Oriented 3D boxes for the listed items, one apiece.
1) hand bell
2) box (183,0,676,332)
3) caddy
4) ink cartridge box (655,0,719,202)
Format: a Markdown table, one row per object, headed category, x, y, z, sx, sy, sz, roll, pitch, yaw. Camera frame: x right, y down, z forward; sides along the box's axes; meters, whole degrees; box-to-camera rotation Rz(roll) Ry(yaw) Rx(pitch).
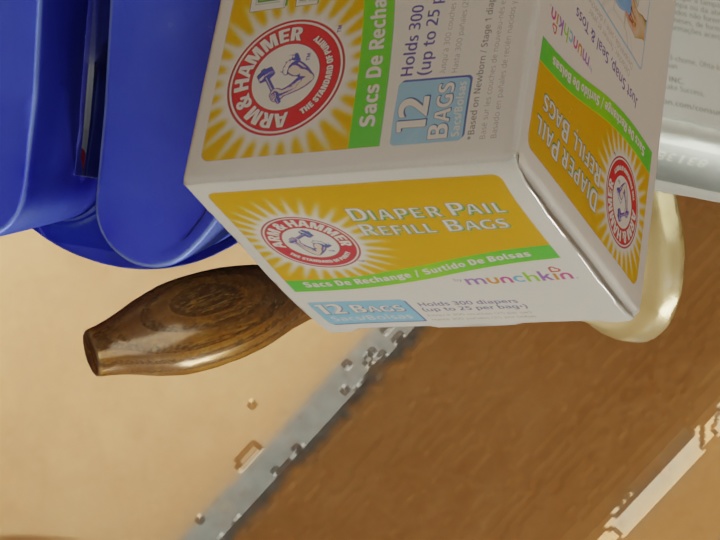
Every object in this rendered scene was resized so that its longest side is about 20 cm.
| category | x | y | z | sx | sy | sz | roll | pitch | yaw |
| --- | --- | --- | --- | --- | --- | --- | --- | --- | --- |
| hand bell | 0.000 | 0.000 | 0.883 | 0.199 | 0.104 | 0.105 | -16 | 108 | -22 |
| box | 0.031 | -0.092 | 0.795 | 0.112 | 0.201 | 0.101 | -4 | 151 | 26 |
| caddy | -0.082 | -0.094 | 0.874 | 0.140 | 0.105 | 0.202 | 9 | 105 | 13 |
| ink cartridge box | 0.147 | -0.115 | 0.897 | 0.161 | 0.201 | 0.057 | 10 | 147 | -13 |
